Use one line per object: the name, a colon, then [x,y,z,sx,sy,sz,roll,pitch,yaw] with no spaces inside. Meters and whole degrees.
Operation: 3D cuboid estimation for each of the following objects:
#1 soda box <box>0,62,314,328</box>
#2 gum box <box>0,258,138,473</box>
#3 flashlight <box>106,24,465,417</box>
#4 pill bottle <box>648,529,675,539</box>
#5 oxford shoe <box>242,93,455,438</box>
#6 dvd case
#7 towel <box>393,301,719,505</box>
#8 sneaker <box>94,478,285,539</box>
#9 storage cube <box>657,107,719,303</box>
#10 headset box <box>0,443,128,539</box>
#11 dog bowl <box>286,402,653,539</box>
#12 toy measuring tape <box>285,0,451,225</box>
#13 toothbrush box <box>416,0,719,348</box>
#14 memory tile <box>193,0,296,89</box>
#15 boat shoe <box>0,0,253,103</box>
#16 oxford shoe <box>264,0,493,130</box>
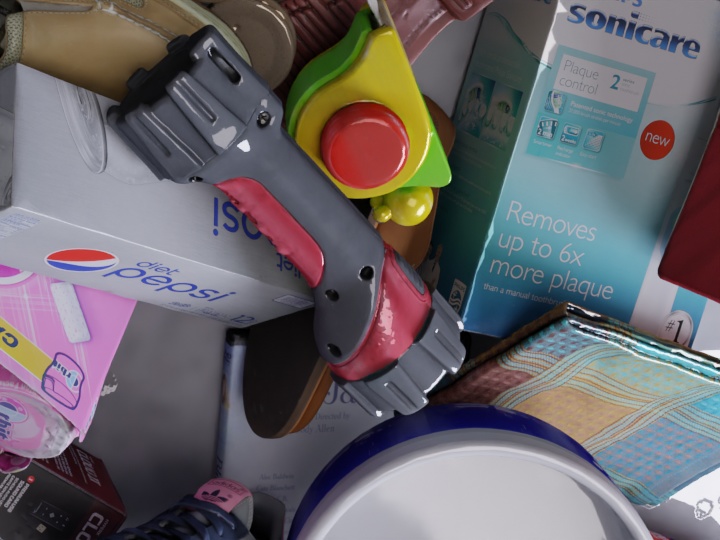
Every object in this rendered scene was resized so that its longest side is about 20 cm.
soda box: [-0.103,-0.029,0.732,0.199,0.063,0.069,19,62,-47]
gum box: [-0.193,-0.008,0.723,0.066,0.114,0.200,-28,121,34]
flashlight: [-0.033,-0.016,0.717,0.200,0.068,0.068,45,60,-27]
pill bottle: [0.207,0.229,0.946,0.199,0.112,0.113,22,98,-24]
oxford shoe: [0.000,0.000,0.821,0.071,0.071,0.201,24,89,-40]
dvd case: [-0.014,0.129,0.889,0.142,0.018,0.201,0,105,-19]
towel: [0.139,0.080,0.868,0.199,0.022,0.147,20,141,-32]
sneaker: [-0.093,0.137,0.773,0.070,0.200,0.082,25,86,17]
storage cube: [0.291,-0.034,0.793,0.199,0.179,0.172,9,102,-48]
headset box: [-0.227,0.130,0.781,0.200,0.077,0.149,34,93,-26]
dog bowl: [0.056,0.173,0.814,0.199,0.079,0.201,-1,101,-3]
toy measuring tape: [-0.015,-0.100,0.724,0.073,0.074,0.201,-30,122,-9]
toothbrush box: [0.128,-0.060,0.846,0.146,0.085,0.201,13,100,-23]
memory tile: [-0.128,-0.157,0.732,0.152,0.017,0.201,-18,114,13]
boat shoe: [-0.147,-0.106,0.708,0.199,0.076,0.072,19,117,-5]
oxford shoe: [0.000,-0.133,0.790,0.199,0.075,0.071,-31,120,14]
